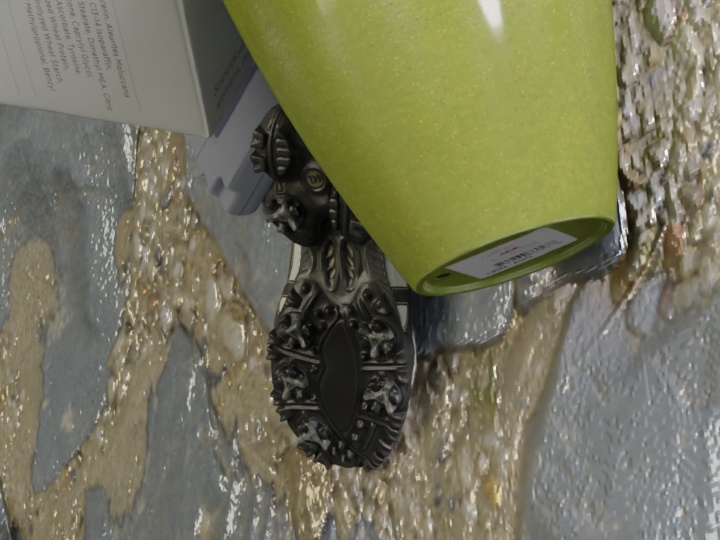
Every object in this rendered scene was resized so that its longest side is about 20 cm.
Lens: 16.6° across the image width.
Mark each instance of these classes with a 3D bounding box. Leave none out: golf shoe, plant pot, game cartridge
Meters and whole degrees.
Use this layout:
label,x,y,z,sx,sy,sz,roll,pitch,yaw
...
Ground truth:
label,x,y,z,sx,sy,sz,roll,pitch,yaw
golf shoe,0.000,0.000,1.210,0.077,0.095,0.201,7,116,19
plant pot,0.038,-0.099,1.078,0.187,0.186,0.201,-35,70,51
game cartridge,-0.067,-0.146,1.371,0.133,0.041,0.201,-60,38,39

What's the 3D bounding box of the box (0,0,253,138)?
label,x,y,z,sx,sy,sz,roll,pitch,yaw
box,-0.108,-0.207,1.207,0.201,0.130,0.199,81,-153,-44
